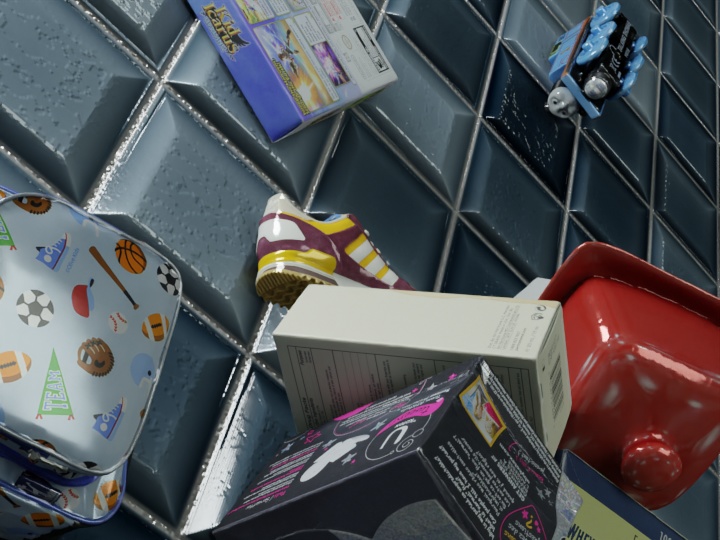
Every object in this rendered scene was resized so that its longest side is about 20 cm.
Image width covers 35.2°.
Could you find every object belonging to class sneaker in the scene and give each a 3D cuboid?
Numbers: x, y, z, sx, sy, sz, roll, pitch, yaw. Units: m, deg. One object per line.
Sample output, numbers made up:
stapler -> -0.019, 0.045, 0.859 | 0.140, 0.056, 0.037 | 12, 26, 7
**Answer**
sneaker -> 0.000, 0.000, 0.950 | 0.200, 0.075, 0.090 | 25, 55, -40

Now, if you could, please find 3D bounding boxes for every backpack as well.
backpack -> -0.205, 0.042, 0.628 | 0.190, 0.154, 0.200 | 27, 50, -23

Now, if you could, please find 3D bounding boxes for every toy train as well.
toy train -> 0.291, -0.257, 1.429 | 0.087, 0.114, 0.200 | 46, 39, -15

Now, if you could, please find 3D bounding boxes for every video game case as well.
video game case -> -0.070, -0.232, 1.040 | 0.200, 0.045, 0.181 | 59, 35, -3

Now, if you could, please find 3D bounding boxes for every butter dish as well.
butter dish -> 0.212, 0.113, 0.887 | 0.199, 0.200, 0.148 | 25, 26, -13

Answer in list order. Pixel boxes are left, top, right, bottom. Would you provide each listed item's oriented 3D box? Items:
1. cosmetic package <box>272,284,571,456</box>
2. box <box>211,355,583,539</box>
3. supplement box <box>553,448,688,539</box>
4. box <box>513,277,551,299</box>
cosmetic package -> 0.047, 0.075, 0.833 | 0.073, 0.200, 0.104 | -55, 142, -49
box -> 0.023, 0.168, 0.764 | 0.132, 0.200, 0.115 | 55, 39, -9
supplement box -> 0.141, 0.270, 0.858 | 0.200, 0.134, 0.200 | 37, 58, -30
box -> 0.187, 0.124, 1.028 | 0.124, 0.097, 0.200 | -37, 100, -9
